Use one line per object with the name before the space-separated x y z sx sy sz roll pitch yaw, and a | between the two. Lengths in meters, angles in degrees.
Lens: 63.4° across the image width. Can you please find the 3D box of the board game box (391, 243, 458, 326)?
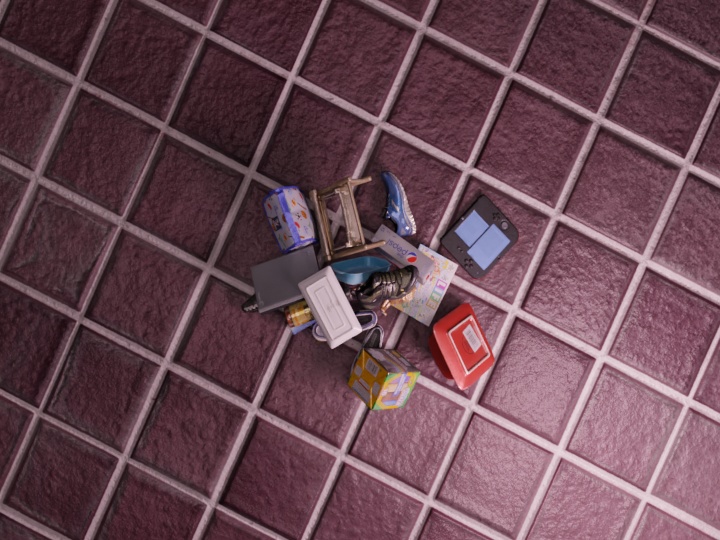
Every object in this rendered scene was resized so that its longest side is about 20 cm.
board game box | 0.192 0.044 1.755 0.131 0.034 0.205 26 90 0

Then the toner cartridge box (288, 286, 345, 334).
toner cartridge box | -0.118 0.117 1.726 0.196 0.095 0.044 -31 89 0

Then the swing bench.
swing bench | -0.054 -0.144 1.672 0.195 0.128 0.207 -15 90 32

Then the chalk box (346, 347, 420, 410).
chalk box | 0.080 0.312 1.686 0.124 0.196 0.127 37 107 39

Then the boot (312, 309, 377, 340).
boot | -0.049 0.151 1.661 0.193 0.090 0.075 -17 82 2

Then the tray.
tray | -0.084 0.103 1.598 0.105 0.022 0.205 -28 94 4

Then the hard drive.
hard drive | -0.208 0.027 1.650 0.193 0.033 0.144 -19 68 5

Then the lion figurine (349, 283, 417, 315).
lion figurine | 0.064 0.053 1.720 0.196 0.073 0.125 29 79 26

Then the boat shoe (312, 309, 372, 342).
boat shoe | -0.053 0.152 1.737 0.194 0.073 0.067 -24 95 0

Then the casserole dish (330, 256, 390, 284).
casserole dish | 0.000 0.000 1.691 0.196 0.119 0.040 -13 113 -41

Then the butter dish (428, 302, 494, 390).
butter dish | 0.270 0.230 1.709 0.196 0.146 0.205 -26 88 -40

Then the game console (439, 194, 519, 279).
game console | 0.361 -0.097 1.757 0.200 0.031 0.177 -45 90 0

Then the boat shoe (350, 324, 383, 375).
boat shoe | 0.021 0.263 1.739 0.070 0.068 0.206 22 90 0

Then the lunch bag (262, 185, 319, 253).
lunch bag | -0.200 -0.145 1.673 0.120 0.200 0.175 -22 91 0

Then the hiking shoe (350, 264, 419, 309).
hiking shoe | 0.071 0.039 1.625 0.196 0.101 0.077 -30 58 10

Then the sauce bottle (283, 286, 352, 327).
sauce bottle | -0.119 0.098 1.647 0.194 0.066 0.068 -24 90 2

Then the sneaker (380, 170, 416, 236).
sneaker | 0.098 -0.196 1.734 0.086 0.079 0.207 -20 90 -2

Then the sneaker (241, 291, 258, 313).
sneaker | -0.279 0.060 1.726 0.196 0.066 0.094 -25 75 27

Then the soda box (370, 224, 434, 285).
soda box | 0.124 -0.046 1.709 0.198 0.069 0.064 37 80 16

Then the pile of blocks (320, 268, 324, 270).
pile of blocks | -0.147 0.059 1.721 0.196 0.062 0.084 -26 90 31
